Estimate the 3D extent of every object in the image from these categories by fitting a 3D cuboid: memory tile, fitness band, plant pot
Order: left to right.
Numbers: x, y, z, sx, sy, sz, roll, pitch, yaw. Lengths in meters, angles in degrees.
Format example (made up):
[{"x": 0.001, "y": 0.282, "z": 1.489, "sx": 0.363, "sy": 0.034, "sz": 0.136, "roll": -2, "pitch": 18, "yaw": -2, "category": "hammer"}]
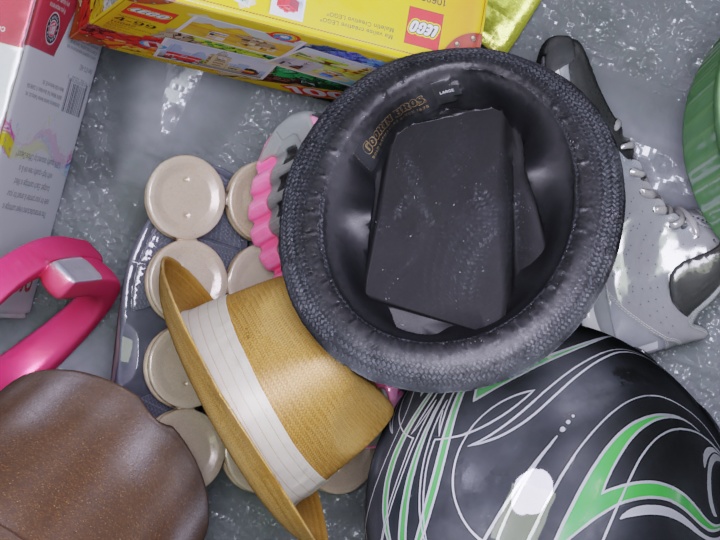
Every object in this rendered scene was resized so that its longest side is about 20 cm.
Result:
[{"x": -0.209, "y": 0.041, "z": 1.262, "sx": 0.144, "sy": 0.200, "sz": 0.037, "roll": -44, "pitch": 82, "yaw": 7, "category": "fitness band"}, {"x": -0.193, "y": 0.169, "z": 1.214, "sx": 0.199, "sy": 0.198, "sz": 0.201, "roll": 13, "pitch": 125, "yaw": 19, "category": "plant pot"}, {"x": -0.058, "y": 0.034, "z": 1.310, "sx": 0.153, "sy": 0.017, "sz": 0.201, "roll": 1, "pitch": 88, "yaw": -24, "category": "memory tile"}]

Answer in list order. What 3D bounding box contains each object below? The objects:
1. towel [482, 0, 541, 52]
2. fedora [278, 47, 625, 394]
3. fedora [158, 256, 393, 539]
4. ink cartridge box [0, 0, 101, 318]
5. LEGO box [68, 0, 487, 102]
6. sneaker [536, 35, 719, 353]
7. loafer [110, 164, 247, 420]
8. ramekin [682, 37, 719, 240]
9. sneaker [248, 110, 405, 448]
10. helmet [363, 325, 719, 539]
[{"x": 0.106, "y": -0.236, "z": 1.333, "sx": 0.086, "sy": 0.018, "sz": 0.200, "roll": 33, "pitch": 92, "yaw": 5, "category": "towel"}, {"x": 0.052, "y": -0.016, "z": 1.169, "sx": 0.200, "sy": 0.092, "sz": 0.201, "roll": -4, "pitch": 65, "yaw": 8, "category": "fedora"}, {"x": -0.037, "y": 0.059, "z": 1.198, "sx": 0.082, "sy": 0.201, "sz": 0.201, "roll": -30, "pitch": 87, "yaw": 3, "category": "fedora"}, {"x": -0.227, "y": -0.079, "z": 1.291, "sx": 0.082, "sy": 0.146, "sz": 0.201, "roll": 16, "pitch": 90, "yaw": 8, "category": "ink cartridge box"}, {"x": -0.047, "y": -0.156, "z": 1.241, "sx": 0.199, "sy": 0.149, "sz": 0.078, "roll": 12, "pitch": 81, "yaw": -19, "category": "LEGO box"}, {"x": 0.169, "y": -0.047, "z": 1.305, "sx": 0.115, "sy": 0.075, "sz": 0.201, "roll": -9, "pitch": 99, "yaw": -1, "category": "sneaker"}, {"x": -0.122, "y": 0.034, "z": 1.326, "sx": 0.072, "sy": 0.063, "sz": 0.201, "roll": 16, "pitch": 82, "yaw": -24, "category": "loafer"}, {"x": 0.282, "y": -0.080, "z": 1.254, "sx": 0.199, "sy": 0.098, "sz": 0.201, "roll": 2, "pitch": 81, "yaw": -12, "category": "ramekin"}, {"x": 0.000, "y": 0.000, "z": 1.300, "sx": 0.079, "sy": 0.095, "sz": 0.201, "roll": -9, "pitch": 98, "yaw": 44, "category": "sneaker"}, {"x": 0.097, "y": 0.128, "z": 1.222, "sx": 0.190, "sy": 0.200, "sz": 0.201, "roll": 13, "pitch": 90, "yaw": -38, "category": "helmet"}]
